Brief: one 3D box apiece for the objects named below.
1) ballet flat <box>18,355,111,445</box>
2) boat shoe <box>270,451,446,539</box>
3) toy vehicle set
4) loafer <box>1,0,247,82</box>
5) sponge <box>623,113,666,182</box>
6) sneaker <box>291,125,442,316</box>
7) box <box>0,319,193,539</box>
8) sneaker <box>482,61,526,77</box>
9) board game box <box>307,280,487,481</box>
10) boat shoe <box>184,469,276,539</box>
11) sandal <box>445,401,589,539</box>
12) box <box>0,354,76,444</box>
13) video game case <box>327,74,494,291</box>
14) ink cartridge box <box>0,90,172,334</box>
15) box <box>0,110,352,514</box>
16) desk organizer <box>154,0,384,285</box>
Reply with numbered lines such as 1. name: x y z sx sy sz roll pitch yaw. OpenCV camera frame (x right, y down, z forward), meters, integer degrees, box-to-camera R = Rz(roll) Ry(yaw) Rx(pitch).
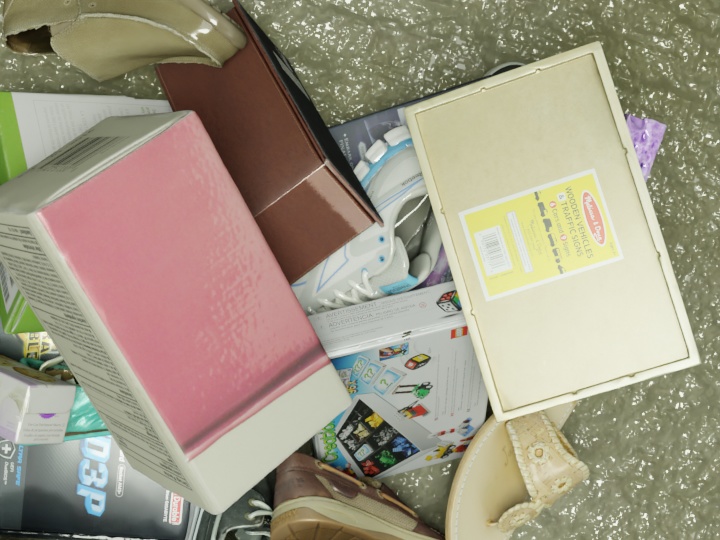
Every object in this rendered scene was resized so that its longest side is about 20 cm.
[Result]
1. ballet flat: -0.140 0.079 0.795 0.200 0.067 0.070 -1 98 -7
2. boat shoe: 0.010 0.180 0.842 0.072 0.072 0.200 -34 137 28
3. toy vehicle set: 0.113 -0.022 0.703 0.124 0.027 0.200 -17 84 10
4. loafer: -0.165 -0.161 0.797 0.200 0.076 0.068 17 84 31
5. sponge: 0.153 -0.040 0.811 0.030 0.200 0.112 18 89 -3
6. sneaker: 0.000 0.000 0.769 0.075 0.087 0.200 28 103 -36
7. box: -0.191 0.092 0.847 0.159 0.046 0.200 6 90 -8
8. sneaker: 0.098 -0.059 0.861 0.076 0.088 0.200 18 88 -7
9. board game box: 0.025 0.084 0.810 0.126 0.200 0.035 -13 56 -7
10. boat shoe: -0.081 0.187 0.814 0.072 0.071 0.200 45 49 -36
11. sandal: 0.136 0.124 0.841 0.078 0.070 0.212 47 62 -33
12. box: -0.270 0.068 0.778 0.200 0.041 0.039 15 92 36
13. video game case: 0.017 -0.040 0.830 0.200 0.019 0.143 -15 81 18
14. ink cartridge box: -0.150 -0.041 0.811 0.200 0.076 0.148 -2 60 -32
15. box: -0.115 0.020 0.680 0.109 0.128 0.200 -37 113 -24
16. desk organizer: -0.066 -0.087 0.780 0.077 0.200 0.072 -36 136 8
